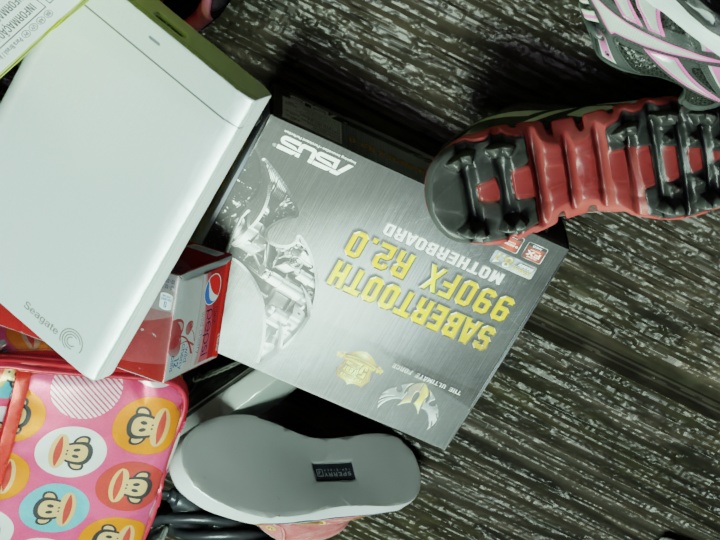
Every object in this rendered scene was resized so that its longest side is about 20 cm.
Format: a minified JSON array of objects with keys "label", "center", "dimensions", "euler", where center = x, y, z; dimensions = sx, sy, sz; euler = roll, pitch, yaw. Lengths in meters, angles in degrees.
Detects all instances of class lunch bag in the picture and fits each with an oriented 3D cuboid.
[{"label":"lunch bag","center":[-0.210,0.111,1.449],"dimensions":[0.176,0.082,0.200],"euler":[7,126,-20]}]

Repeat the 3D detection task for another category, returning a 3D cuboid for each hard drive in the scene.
[{"label":"hard drive","center":[-0.147,-0.055,1.274],"dimensions":[0.132,0.027,0.200],"euler":[39,118,14]}]

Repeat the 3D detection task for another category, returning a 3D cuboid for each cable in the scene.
[{"label":"cable","center":[-0.118,0.203,1.674],"dimensions":[0.163,0.051,0.200],"euler":[13,155,-16]}]

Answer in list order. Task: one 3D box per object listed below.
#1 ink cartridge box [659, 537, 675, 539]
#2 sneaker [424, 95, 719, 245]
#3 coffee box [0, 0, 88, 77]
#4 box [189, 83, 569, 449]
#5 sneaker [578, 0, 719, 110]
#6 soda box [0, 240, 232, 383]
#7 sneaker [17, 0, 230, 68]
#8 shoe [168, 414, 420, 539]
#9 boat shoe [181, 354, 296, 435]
[{"label":"ink cartridge box","center":[0.208,0.305,1.556],"dimensions":[0.083,0.200,0.145],"euler":[17,137,-2]},{"label":"sneaker","center":[0.131,-0.064,1.309],"dimensions":[0.200,0.098,0.071],"euler":[-9,105,-3]},{"label":"coffee box","center":[-0.195,-0.239,1.160],"dimensions":[0.198,0.200,0.200],"euler":[39,132,-19]},{"label":"box","center":[0.000,0.000,1.382],"dimensions":[0.200,0.048,0.159],"euler":[25,114,-14]},{"label":"sneaker","center":[0.142,-0.147,1.216],"dimensions":[0.200,0.080,0.086],"euler":[40,135,-18]},{"label":"soda box","center":[-0.178,0.000,1.356],"dimensions":[0.200,0.063,0.070],"euler":[18,110,23]},{"label":"sneaker","center":[-0.136,-0.144,1.311],"dimensions":[0.200,0.096,0.079],"euler":[-27,122,39]},{"label":"shoe","center":[-0.061,0.146,1.541],"dimensions":[0.200,0.072,0.091],"euler":[6,153,-40]},{"label":"boat shoe","center":[-0.115,0.086,1.548],"dimensions":[0.200,0.071,0.064],"euler":[-33,80,25]}]
